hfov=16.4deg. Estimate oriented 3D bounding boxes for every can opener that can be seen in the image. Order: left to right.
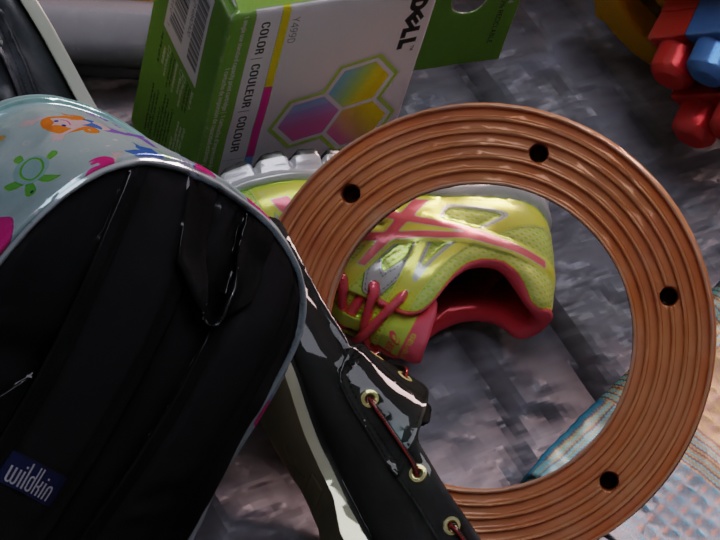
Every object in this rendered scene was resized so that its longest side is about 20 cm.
[{"bbox_3d":[-0.180,-0.095,1.176,0.200,0.053,0.067,2,83,-14],"label":"can opener"}]

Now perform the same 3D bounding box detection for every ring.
[{"bbox_3d":[0.051,0.028,1.071,0.200,0.019,0.201,0,87,5],"label":"ring"}]

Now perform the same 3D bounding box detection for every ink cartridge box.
[{"bbox_3d":[0.007,-0.108,1.158,0.200,0.148,0.076,-11,55,-23],"label":"ink cartridge box"}]

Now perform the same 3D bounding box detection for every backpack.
[{"bbox_3d":[-0.124,0.036,0.954,0.151,0.178,0.200,36,92,44],"label":"backpack"}]

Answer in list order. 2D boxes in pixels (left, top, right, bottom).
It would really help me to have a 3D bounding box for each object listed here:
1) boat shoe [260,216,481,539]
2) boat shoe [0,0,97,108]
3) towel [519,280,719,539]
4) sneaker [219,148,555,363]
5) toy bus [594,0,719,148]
[{"bbox_3d":[-0.003,0.066,1.032,0.063,0.074,0.201,-24,82,-14],"label":"boat shoe"},{"bbox_3d":[-0.165,-0.080,1.113,0.066,0.074,0.199,-36,101,-19],"label":"boat shoe"},{"bbox_3d":[0.179,0.086,1.127,0.147,0.022,0.200,37,52,15],"label":"towel"},{"bbox_3d":[0.000,0.000,1.117,0.200,0.078,0.090,-6,62,-15],"label":"sneaker"},{"bbox_3d":[0.185,-0.152,1.250,0.136,0.200,0.192,34,75,-30],"label":"toy bus"}]
